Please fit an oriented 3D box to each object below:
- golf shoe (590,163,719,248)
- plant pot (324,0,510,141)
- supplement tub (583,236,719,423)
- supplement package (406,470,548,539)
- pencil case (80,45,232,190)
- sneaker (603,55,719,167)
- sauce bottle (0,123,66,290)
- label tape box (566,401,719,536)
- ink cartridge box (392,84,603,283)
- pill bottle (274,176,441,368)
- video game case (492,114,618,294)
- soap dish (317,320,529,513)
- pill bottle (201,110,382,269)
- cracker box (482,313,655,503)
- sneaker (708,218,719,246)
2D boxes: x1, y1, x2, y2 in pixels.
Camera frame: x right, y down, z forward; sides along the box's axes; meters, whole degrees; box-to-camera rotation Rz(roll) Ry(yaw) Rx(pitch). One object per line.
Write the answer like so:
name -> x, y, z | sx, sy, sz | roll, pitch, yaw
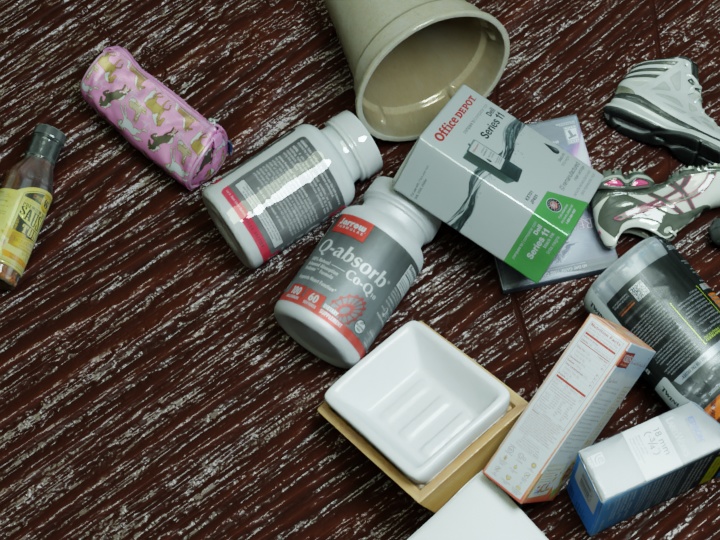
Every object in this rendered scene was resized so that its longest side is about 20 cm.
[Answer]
golf shoe -> 0.366, -0.073, 1.691 | 0.197, 0.077, 0.089 | -5, 74, 2
plant pot -> 0.049, -0.290, 1.737 | 0.199, 0.201, 0.184 | -25, 58, -7
supplement tub -> 0.351, 0.072, 1.608 | 0.122, 0.123, 0.201 | -35, 71, -11
supplement package -> 0.151, 0.331, 1.516 | 0.120, 0.121, 0.200 | -40, 73, -13
pencil case -> -0.248, -0.186, 1.751 | 0.199, 0.083, 0.087 | 38, 76, 16
sneaker -> 0.401, -0.192, 1.732 | 0.199, 0.076, 0.116 | 28, 74, 15
sauce bottle -> -0.402, -0.078, 1.724 | 0.065, 0.066, 0.202 | 15, 72, 8
label tape box -> 0.325, 0.200, 1.548 | 0.198, 0.145, 0.064 | -23, 67, -7
ink cartridge box -> 0.155, -0.101, 1.638 | 0.199, 0.083, 0.147 | 33, 40, 4
pill bottle -> 0.000, 0.000, 1.652 | 0.115, 0.116, 0.201 | 31, 73, 13
video game case -> 0.213, -0.080, 1.728 | 0.141, 0.019, 0.202 | -12, 68, -2
soap dish -> 0.069, 0.158, 1.570 | 0.157, 0.082, 0.200 | -39, 42, -13
pill bottle -> -0.076, -0.100, 1.696 | 0.199, 0.111, 0.111 | -34, 71, -10
cracker box -> 0.220, 0.146, 1.521 | 0.058, 0.134, 0.201 | 37, 97, 22
sneaker -> 0.498, -0.016, 1.666 | 0.197, 0.067, 0.091 | 8, 67, 3
